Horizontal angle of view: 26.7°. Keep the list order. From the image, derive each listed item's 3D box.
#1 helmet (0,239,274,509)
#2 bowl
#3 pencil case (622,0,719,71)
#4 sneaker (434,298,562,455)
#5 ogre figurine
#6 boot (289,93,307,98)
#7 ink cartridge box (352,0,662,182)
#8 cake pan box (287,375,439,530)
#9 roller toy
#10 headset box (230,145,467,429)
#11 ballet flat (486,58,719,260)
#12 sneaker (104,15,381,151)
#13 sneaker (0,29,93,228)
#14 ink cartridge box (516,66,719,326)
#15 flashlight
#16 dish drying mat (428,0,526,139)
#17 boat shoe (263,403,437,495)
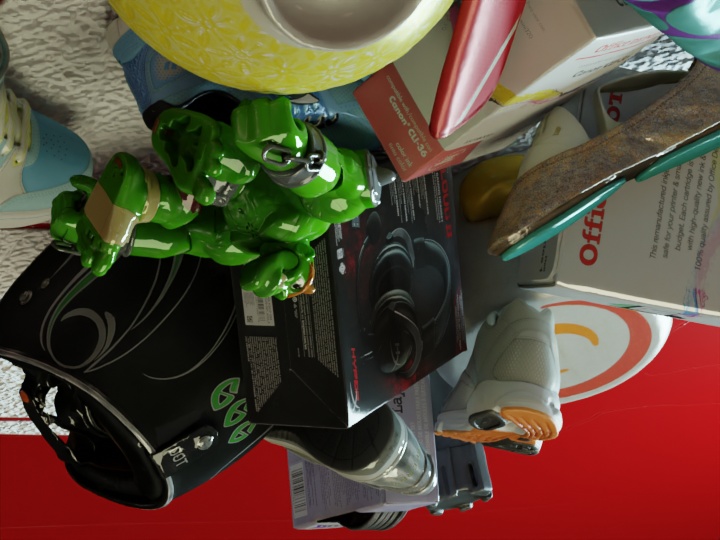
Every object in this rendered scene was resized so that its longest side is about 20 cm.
[{"bbox_3d":[-0.132,0.042,1.014,0.199,0.191,0.201,27,147,19],"label":"helmet"},{"bbox_3d":[-0.021,-0.154,0.663,0.199,0.108,0.201,-11,127,-16],"label":"bowl"},{"bbox_3d":[0.162,-0.160,0.744,0.200,0.092,0.085,16,103,-56],"label":"pencil case"},{"bbox_3d":[0.102,0.073,1.045,0.075,0.093,0.200,13,167,-6],"label":"sneaker"},{"bbox_3d":[-0.067,-0.041,0.800,0.119,0.099,0.200,10,141,-39],"label":"ogre figurine"},{"bbox_3d":[-0.024,-0.180,0.761,0.153,0.074,0.203,-28,148,16],"label":"boot"},{"bbox_3d":[0.105,-0.135,0.867,0.116,0.068,0.200,-22,170,-48],"label":"ink cartridge box"},{"bbox_3d":[-0.006,0.097,1.156,0.052,0.201,0.184,1,164,-22],"label":"cake pan box"},{"bbox_3d":[0.130,0.002,1.131,0.199,0.140,0.182,14,140,-30],"label":"roller toy"},{"bbox_3d":[0.000,0.000,0.972,0.077,0.150,0.200,1,-168,29],"label":"headset box"},{"bbox_3d":[0.147,-0.075,0.917,0.199,0.067,0.068,-28,171,-19],"label":"ballet flat"},{"bbox_3d":[-0.061,-0.092,0.896,0.199,0.090,0.078,10,147,-41],"label":"sneaker"},{"bbox_3d":[-0.210,-0.090,0.846,0.199,0.080,0.130,11,148,-43],"label":"sneaker"},{"bbox_3d":[0.215,-0.042,1.000,0.199,0.146,0.084,11,176,-12],"label":"ink cartridge box"},{"bbox_3d":[0.054,0.094,1.217,0.068,0.201,0.068,-12,157,3],"label":"flashlight"},{"bbox_3d":[0.077,-0.164,0.750,0.077,0.018,0.201,-40,153,-53],"label":"dish drying mat"},{"bbox_3d":[-0.022,0.103,1.053,0.065,0.075,0.202,40,169,-35],"label":"boat shoe"}]
